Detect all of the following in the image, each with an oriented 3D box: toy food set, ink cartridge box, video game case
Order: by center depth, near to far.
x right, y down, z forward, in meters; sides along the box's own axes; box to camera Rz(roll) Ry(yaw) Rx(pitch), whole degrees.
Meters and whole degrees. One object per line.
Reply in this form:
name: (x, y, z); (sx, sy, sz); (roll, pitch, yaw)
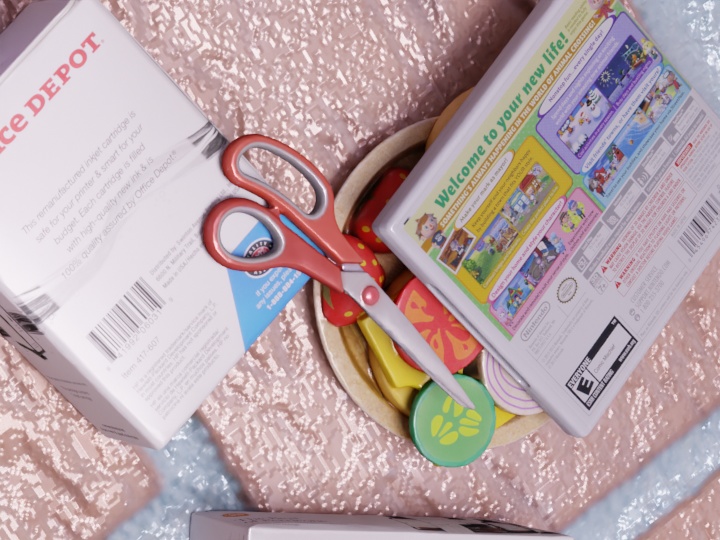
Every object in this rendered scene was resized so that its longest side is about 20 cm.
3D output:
ink cartridge box: (-0.139, -0.027, 1.566); (0.146, 0.084, 0.200); (-48, 111, -17)
video game case: (0.121, -0.039, 1.674); (0.182, 0.022, 0.200); (46, 70, -25)
toy food set: (0.067, 0.008, 1.688); (0.200, 0.049, 0.198); (-35, 106, -21)

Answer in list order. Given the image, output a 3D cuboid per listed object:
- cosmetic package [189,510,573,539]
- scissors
cosmetic package: (0.011, 0.162, 1.650); (0.200, 0.083, 0.051); (4, 88, -26)
scissors: (0.000, 0.000, 1.585); (0.200, 0.014, 0.073); (32, 75, -25)
